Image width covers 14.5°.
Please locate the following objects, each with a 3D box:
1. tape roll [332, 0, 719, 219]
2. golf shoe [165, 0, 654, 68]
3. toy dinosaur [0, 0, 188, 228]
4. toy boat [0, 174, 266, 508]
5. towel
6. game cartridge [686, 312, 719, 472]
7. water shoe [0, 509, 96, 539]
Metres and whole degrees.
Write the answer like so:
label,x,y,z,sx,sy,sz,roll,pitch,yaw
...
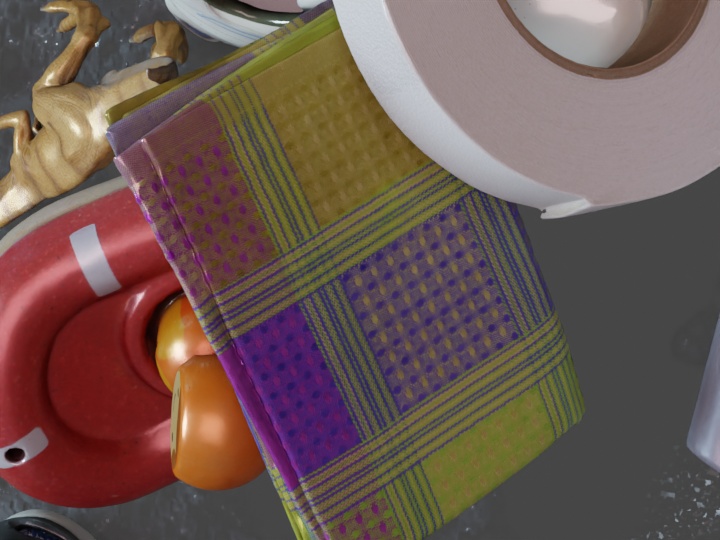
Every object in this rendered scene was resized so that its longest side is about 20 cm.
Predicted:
label,x,y,z,sx,sy,sz,roll,pitch,yaw
tape roll,0.080,-0.122,1.069,0.203,0.037,0.203,4,82,-30
golf shoe,0.015,-0.105,1.109,0.200,0.097,0.078,5,94,6
toy dinosaur,-0.101,-0.063,1.120,0.060,0.106,0.200,31,142,-22
toy boat,-0.059,0.035,1.099,0.200,0.131,0.131,-21,124,10
towel,0.000,0.000,1.056,0.144,0.023,0.200,-33,107,-27
game cartridge,0.237,0.050,1.121,0.200,0.040,0.133,14,100,7
water shoe,-0.091,0.185,1.157,0.200,0.079,0.072,44,99,2
